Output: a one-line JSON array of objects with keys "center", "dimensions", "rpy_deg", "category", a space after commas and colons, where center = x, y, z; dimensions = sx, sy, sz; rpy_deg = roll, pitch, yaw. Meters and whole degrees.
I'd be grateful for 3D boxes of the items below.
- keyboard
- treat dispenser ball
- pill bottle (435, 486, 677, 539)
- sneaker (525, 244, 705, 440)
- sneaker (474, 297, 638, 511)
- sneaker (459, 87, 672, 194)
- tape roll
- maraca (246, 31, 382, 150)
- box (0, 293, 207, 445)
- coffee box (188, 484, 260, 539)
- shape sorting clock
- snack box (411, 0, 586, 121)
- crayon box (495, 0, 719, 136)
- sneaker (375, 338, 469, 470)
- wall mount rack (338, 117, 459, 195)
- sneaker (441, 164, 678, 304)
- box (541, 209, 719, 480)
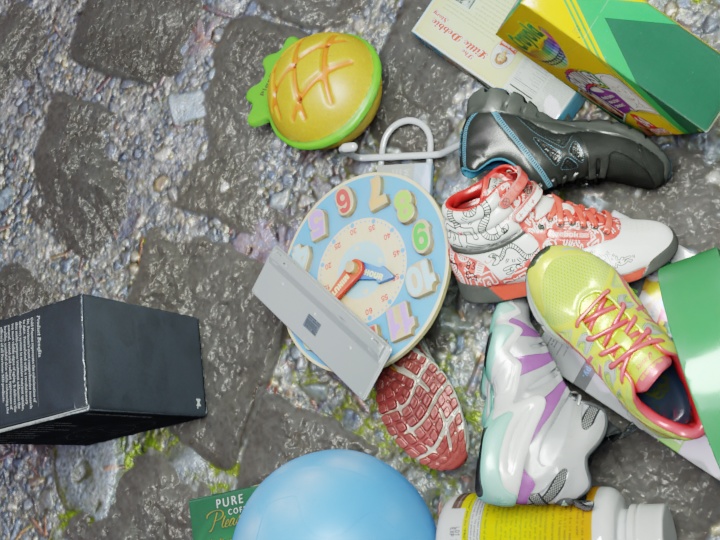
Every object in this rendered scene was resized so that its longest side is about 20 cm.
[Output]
[{"center": [-0.042, 0.046, 0.894], "dimensions": [0.199, 0.011, 0.057], "rpy_deg": [40, 111, 41], "category": "keyboard"}, {"center": [-0.022, 0.270, 0.857], "dimensions": [0.197, 0.200, 0.206], "rpy_deg": [-5, 79, 27], "category": "treat dispenser ball"}, {"center": [0.171, 0.248, 0.808], "dimensions": [0.196, 0.109, 0.112], "rpy_deg": [-10, 77, 27], "category": "pill bottle"}, {"center": [0.213, 0.058, 0.739], "dimensions": [0.078, 0.090, 0.200], "rpy_deg": [-44, 96, 2], "category": "sneaker"}, {"center": [0.175, 0.115, 0.811], "dimensions": [0.136, 0.078, 0.204], "rpy_deg": [7, 60, 5], "category": "sneaker"}, {"center": [0.186, -0.100, 0.855], "dimensions": [0.196, 0.073, 0.084], "rpy_deg": [16, 77, 6], "category": "sneaker"}, {"center": [0.277, 0.086, 0.681], "dimensions": [0.047, 0.199, 0.205], "rpy_deg": [-22, 72, 23], "category": "tape roll"}, {"center": [-0.054, -0.199, 1.012], "dimensions": [0.198, 0.107, 0.139], "rpy_deg": [20, 78, 43], "category": "maraca"}, {"center": [-0.310, 0.120, 1.038], "dimensions": [0.193, 0.199, 0.127], "rpy_deg": [-14, 74, 25], "category": "box"}, {"center": [-0.114, 0.335, 0.984], "dimensions": [0.121, 0.044, 0.205], "rpy_deg": [-18, 74, 24], "category": "coffee box"}, {"center": [0.000, 0.000, 0.899], "dimensions": [0.196, 0.039, 0.205], "rpy_deg": [-10, 72, 31], "category": "shape sorting clock"}, {"center": [0.157, -0.239, 0.941], "dimensions": [0.200, 0.037, 0.117], "rpy_deg": [42, 100, 27], "category": "snack box"}, {"center": [0.206, -0.184, 0.780], "dimensions": [0.171, 0.200, 0.059], "rpy_deg": [33, 97, -2], "category": "crayon box"}, {"center": [0.053, 0.104, 0.908], "dimensions": [0.078, 0.082, 0.202], "rpy_deg": [-40, 56, 17], "category": "sneaker"}, {"center": [0.057, -0.068, 0.945], "dimensions": [0.170, 0.074, 0.205], "rpy_deg": [0, 82, 27], "category": "wall mount rack"}, {"center": [0.168, -0.040, 0.802], "dimensions": [0.197, 0.068, 0.110], "rpy_deg": [-11, 117, 19], "category": "sneaker"}, {"center": [0.274, 0.063, 0.824], "dimensions": [0.198, 0.041, 0.158], "rpy_deg": [34, 99, 28], "category": "box"}]
